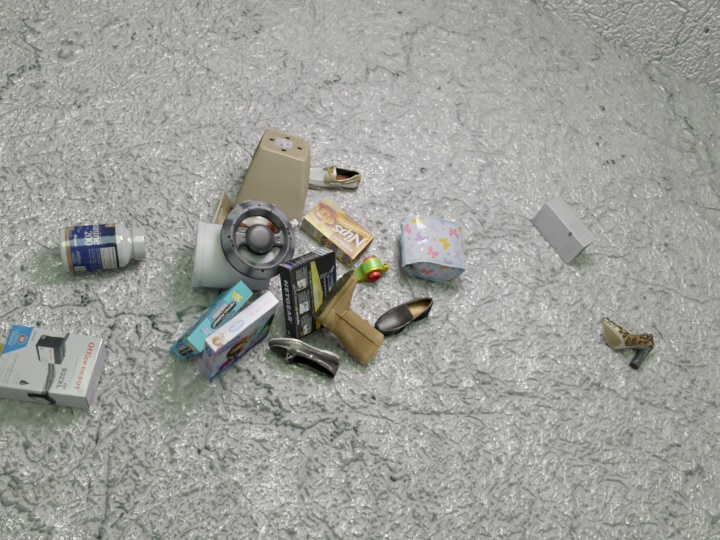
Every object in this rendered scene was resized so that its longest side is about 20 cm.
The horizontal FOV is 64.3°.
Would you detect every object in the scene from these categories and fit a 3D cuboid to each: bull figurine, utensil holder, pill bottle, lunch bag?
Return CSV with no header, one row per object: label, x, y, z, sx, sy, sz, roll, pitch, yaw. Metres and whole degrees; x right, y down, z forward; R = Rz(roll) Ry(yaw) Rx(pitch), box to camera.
bull figurine,-0.269,-0.136,1.590,0.195,0.122,0.067,3,63,-9
utensil holder,-0.341,-0.036,1.526,0.195,0.171,0.173,4,59,-18
pill bottle,-0.657,-0.062,1.467,0.195,0.112,0.113,-7,62,-22
lunch bag,0.210,-0.067,1.758,0.196,0.127,0.173,11,59,-24

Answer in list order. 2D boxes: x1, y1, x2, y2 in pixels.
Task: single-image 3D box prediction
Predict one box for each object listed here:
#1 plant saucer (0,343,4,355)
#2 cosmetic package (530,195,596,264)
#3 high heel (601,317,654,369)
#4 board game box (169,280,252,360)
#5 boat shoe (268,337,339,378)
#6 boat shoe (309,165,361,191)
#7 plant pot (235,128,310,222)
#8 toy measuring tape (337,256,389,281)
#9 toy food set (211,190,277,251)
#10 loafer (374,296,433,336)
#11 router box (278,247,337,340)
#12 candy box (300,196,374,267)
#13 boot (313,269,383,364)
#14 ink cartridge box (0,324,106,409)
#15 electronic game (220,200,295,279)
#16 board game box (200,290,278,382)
plant saucer,-0.929,0.193,1.262,0.199,0.049,0.201,37,56,5
cosmetic package,0.696,-0.142,1.974,0.080,0.114,0.201,-27,70,-30
high heel,0.859,0.197,1.844,0.142,0.071,0.201,-42,96,-27
board game box,-0.371,0.126,1.426,0.047,0.150,0.201,46,55,-13
boat shoe,-0.148,0.228,1.494,0.196,0.067,0.058,18,51,-12
boat shoe,-0.094,-0.303,1.828,0.195,0.069,0.076,1,59,-18
plant pot,-0.236,-0.290,1.671,0.196,0.179,0.202,16,35,-9
toy measuring tape,0.000,0.000,1.678,0.196,0.074,0.075,-9,63,-23
toy food set,-0.320,-0.145,1.662,0.195,0.061,0.146,15,56,-9
loafer,0.125,0.124,1.644,0.197,0.073,0.073,-27,72,-29
router box,-0.132,0.060,1.515,0.052,0.205,0.155,18,30,42
candy box,-0.069,-0.117,1.732,0.199,0.056,0.116,40,56,7
boot,-0.010,0.124,1.537,0.200,0.066,0.176,42,83,-23
ink cartridge box,-0.700,0.219,1.301,0.195,0.084,0.148,11,57,-12
electronic game,-0.258,-0.078,1.458,0.196,0.041,0.205,6,77,-27
board game box,-0.297,0.164,1.401,0.041,0.200,0.199,43,57,10
